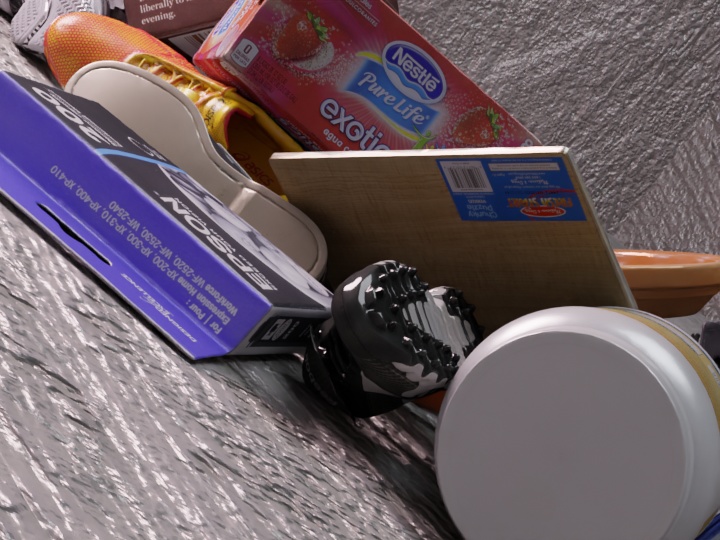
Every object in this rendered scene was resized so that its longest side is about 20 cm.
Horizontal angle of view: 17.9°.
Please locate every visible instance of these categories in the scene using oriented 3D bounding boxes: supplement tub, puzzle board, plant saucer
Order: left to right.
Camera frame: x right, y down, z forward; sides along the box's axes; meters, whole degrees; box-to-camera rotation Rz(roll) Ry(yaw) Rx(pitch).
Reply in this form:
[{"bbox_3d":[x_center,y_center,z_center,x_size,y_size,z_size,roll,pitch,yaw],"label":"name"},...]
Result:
[{"bbox_3d":[0.058,-0.012,1.309,0.199,0.017,0.151,0,-48,34],"label":"puzzle board"},{"bbox_3d":[0.141,0.008,1.483,0.198,0.038,0.200,0,4,0],"label":"plant saucer"},{"bbox_3d":[0.118,0.091,1.181,0.144,0.145,0.200,39,7,11],"label":"supplement tub"}]

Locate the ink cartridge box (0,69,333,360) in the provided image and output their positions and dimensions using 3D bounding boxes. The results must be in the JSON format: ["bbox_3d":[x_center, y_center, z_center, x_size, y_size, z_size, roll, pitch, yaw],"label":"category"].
[{"bbox_3d":[-0.116,-0.028,1.209,0.198,0.044,0.200,40,9,12],"label":"ink cartridge box"}]

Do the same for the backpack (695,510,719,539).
[{"bbox_3d":[0.248,0.149,1.362,0.190,0.200,0.155,26,26,-42],"label":"backpack"}]

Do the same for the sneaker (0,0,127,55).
[{"bbox_3d":[-0.190,-0.177,1.618,0.114,0.075,0.200,30,7,-28],"label":"sneaker"}]

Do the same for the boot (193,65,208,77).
[{"bbox_3d":[-0.079,-0.113,1.544,0.198,0.078,0.138,7,15,-20],"label":"boot"}]

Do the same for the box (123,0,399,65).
[{"bbox_3d":[-0.076,-0.252,1.632,0.164,0.164,0.202,28,52,-72],"label":"box"}]

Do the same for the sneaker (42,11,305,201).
[{"bbox_3d":[-0.106,-0.103,1.411,0.199,0.073,0.077,33,-25,-1],"label":"sneaker"}]

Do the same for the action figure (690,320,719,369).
[{"bbox_3d":[0.227,0.069,1.489,0.200,0.129,0.070,125,-44,-73],"label":"action figure"}]

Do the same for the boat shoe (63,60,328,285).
[{"bbox_3d":[-0.100,-0.045,1.354,0.200,0.073,0.063,40,-17,16],"label":"boat shoe"}]

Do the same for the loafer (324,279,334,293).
[{"bbox_3d":[0.000,0.000,1.456,0.200,0.071,0.073,41,8,22],"label":"loafer"}]

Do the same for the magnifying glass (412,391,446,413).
[{"bbox_3d":[0.098,0.094,1.388,0.199,0.080,0.022,23,12,-21],"label":"magnifying glass"}]

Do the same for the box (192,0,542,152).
[{"bbox_3d":[0.003,-0.106,1.439,0.200,0.096,0.100,40,-8,-14],"label":"box"}]

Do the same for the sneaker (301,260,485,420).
[{"bbox_3d":[0.007,0.044,1.191,0.067,0.090,0.200,69,12,10],"label":"sneaker"}]
